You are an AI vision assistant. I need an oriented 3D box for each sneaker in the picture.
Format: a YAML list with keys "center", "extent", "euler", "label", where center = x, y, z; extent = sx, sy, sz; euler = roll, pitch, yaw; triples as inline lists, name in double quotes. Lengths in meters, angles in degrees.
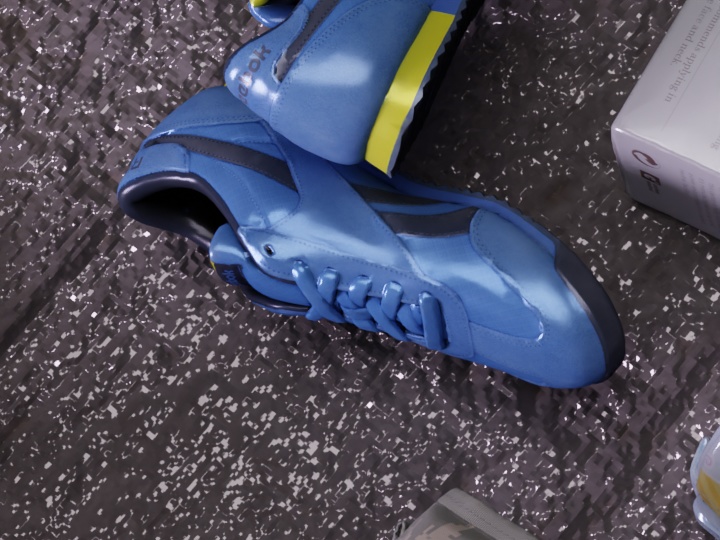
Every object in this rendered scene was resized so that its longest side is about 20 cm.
- center: [0.011, -0.115, 1.037]
  extent: [0.078, 0.066, 0.200]
  euler: [23, 43, 6]
  label: "sneaker"
- center: [0.000, 0.000, 1.022]
  extent: [0.200, 0.066, 0.078]
  euler: [30, 54, 27]
  label: "sneaker"

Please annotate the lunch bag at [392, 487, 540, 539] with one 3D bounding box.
- center: [0.026, 0.169, 0.864]
  extent: [0.164, 0.118, 0.200]
  euler: [-39, 37, -10]
  label: "lunch bag"

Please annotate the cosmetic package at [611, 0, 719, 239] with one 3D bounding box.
- center: [0.199, -0.038, 1.001]
  extent: [0.199, 0.074, 0.102]
  euler: [28, 78, 20]
  label: "cosmetic package"

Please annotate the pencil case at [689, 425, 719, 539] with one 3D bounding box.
- center: [0.196, 0.116, 0.934]
  extent: [0.091, 0.083, 0.200]
  euler: [-42, 65, 10]
  label: "pencil case"
